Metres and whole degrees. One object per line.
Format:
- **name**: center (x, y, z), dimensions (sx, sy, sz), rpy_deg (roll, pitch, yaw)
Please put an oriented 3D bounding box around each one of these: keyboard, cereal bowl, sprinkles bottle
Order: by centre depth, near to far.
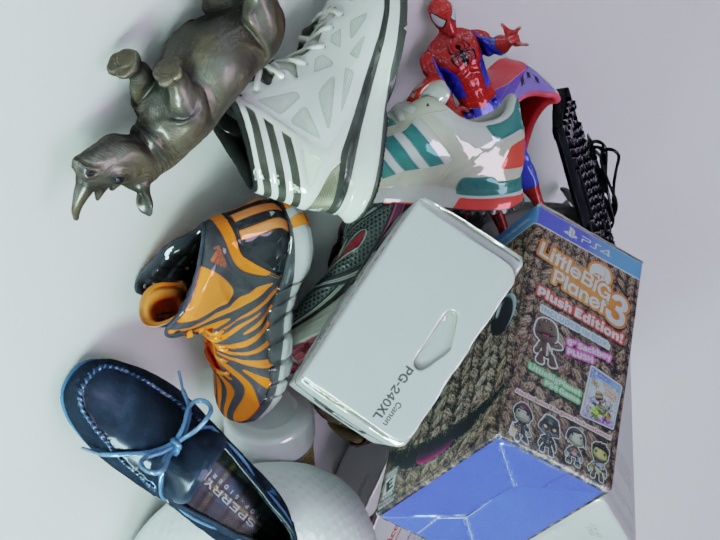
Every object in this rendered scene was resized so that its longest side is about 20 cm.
- **cereal bowl**: center (-0.074, 0.241, 1.609), dimensions (0.199, 0.084, 0.201), rpy_deg (-13, 132, -14)
- **sprinkles bottle**: center (-0.063, 0.176, 1.664), dimensions (0.068, 0.068, 0.201), rpy_deg (-38, 142, -33)
- **keyboard**: center (0.192, -0.060, 1.737), dimensions (0.104, 0.039, 0.201), rpy_deg (-85, 161, -52)

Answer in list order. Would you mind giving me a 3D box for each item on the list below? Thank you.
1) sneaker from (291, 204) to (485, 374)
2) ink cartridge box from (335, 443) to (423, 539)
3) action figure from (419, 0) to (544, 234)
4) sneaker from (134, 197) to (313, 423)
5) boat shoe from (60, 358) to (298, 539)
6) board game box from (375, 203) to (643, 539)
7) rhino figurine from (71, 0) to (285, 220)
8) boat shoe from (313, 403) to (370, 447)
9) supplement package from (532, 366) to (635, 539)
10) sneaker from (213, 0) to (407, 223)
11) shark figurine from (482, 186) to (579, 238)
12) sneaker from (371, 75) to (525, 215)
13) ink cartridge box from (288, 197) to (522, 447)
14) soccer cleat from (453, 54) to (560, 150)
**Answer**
- **sneaker**: center (0.000, 0.000, 1.618), dimensions (0.200, 0.075, 0.081), rpy_deg (-42, 162, -3)
- **ink cartridge box**: center (0.028, 0.197, 1.811), dimensions (0.200, 0.068, 0.117), rpy_deg (17, 99, -58)
- **action figure**: center (0.100, -0.106, 1.594), dimensions (0.065, 0.099, 0.201), rpy_deg (-26, 100, -10)
- **sneaker**: center (-0.105, 0.033, 1.502), dimensions (0.111, 0.078, 0.201), rpy_deg (-16, 135, -29)
- **boat shoe**: center (-0.112, 0.124, 1.478), dimensions (0.200, 0.069, 0.084), rpy_deg (36, 79, -26)
- **board game box**: center (0.108, 0.084, 1.564), dimensions (0.159, 0.096, 0.201), rpy_deg (-40, -151, 47)
- **rhino figurine**: center (-0.117, -0.110, 1.372), dimensions (0.201, 0.060, 0.087), rpy_deg (-54, 150, -8)
- **boat shoe**: center (0.005, 0.099, 1.695), dimensions (0.072, 0.072, 0.200), rpy_deg (-29, 173, 7)
- **supplement package**: center (0.157, 0.126, 1.810), dimensions (0.121, 0.119, 0.201), rpy_deg (55, 32, -55)
- **sneaker**: center (-0.037, -0.140, 1.448), dimensions (0.115, 0.076, 0.202), rpy_deg (12, 73, -18)
- **shark figurine**: center (0.126, -0.045, 1.764), dimensions (0.214, 0.090, 0.128), rpy_deg (-20, 164, -37)
- **sneaker**: center (0.023, -0.092, 1.525), dimensions (0.198, 0.070, 0.094), rpy_deg (3, 102, -13)
- **ink cartridge box**: center (0.026, 0.037, 1.466), dimensions (0.146, 0.083, 0.200), rpy_deg (-57, -179, -6)
- **soccer cleat**: center (0.080, -0.069, 1.673), dimensions (0.068, 0.073, 0.201), rpy_deg (26, 92, -58)
